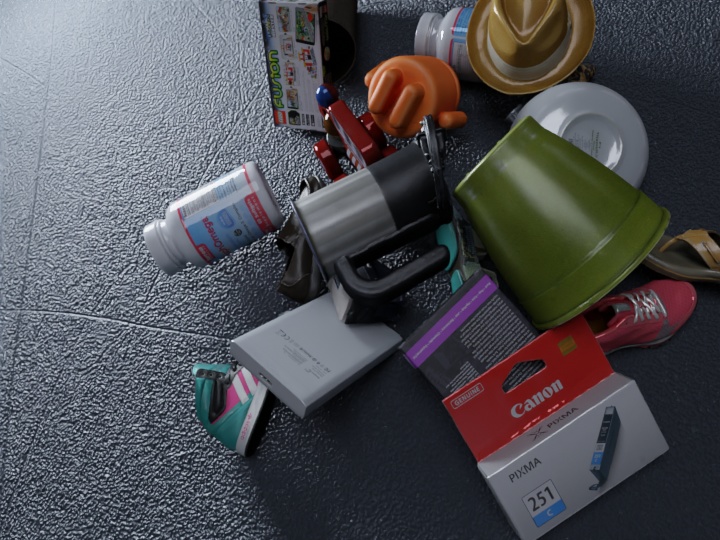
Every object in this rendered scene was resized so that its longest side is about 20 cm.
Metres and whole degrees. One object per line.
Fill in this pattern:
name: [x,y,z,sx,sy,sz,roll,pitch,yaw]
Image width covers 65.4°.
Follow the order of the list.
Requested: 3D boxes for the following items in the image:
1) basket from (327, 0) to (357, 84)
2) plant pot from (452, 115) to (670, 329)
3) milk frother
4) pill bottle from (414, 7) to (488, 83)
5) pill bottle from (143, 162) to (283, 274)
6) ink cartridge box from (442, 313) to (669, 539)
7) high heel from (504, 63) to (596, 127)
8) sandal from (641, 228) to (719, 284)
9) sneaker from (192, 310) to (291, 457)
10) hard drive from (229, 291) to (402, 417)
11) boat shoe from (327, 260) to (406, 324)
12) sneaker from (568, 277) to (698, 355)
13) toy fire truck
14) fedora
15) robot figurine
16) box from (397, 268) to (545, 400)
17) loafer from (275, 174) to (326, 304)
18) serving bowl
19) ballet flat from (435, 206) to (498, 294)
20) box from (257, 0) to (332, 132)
basket: [-0.073,-0.455,1.015,0.178,0.136,0.204,-16,52,36]
plant pot: [0.219,-0.071,0.673,0.200,0.200,0.193,-44,88,-9]
milk frother: [0.016,-0.083,0.675,0.185,0.202,0.182,-26,48,-5]
pill bottle: [0.193,-0.365,0.914,0.196,0.109,0.110,17,69,21]
pill bottle: [-0.227,-0.076,0.872,0.197,0.109,0.110,-28,61,0]
ink cartridge box: [0.218,0.174,0.631,0.198,0.045,0.178,-32,96,-3]
high heel: [0.327,-0.224,0.852,0.199,0.072,0.143,-37,83,-19]
sandal: [0.439,-0.018,0.696,0.196,0.055,0.080,19,37,19]
sneaker: [-0.167,0.139,0.779,0.118,0.084,0.203,17,71,11]
hard drive: [-0.052,0.097,0.726,0.131,0.027,0.199,34,35,25]
boat shoe: [0.000,0.000,0.817,0.091,0.075,0.202,4,42,-22]
sneaker: [0.326,0.060,0.684,0.197,0.087,0.075,-24,61,1]
toy fire truck: [-0.011,-0.195,0.849,0.111,0.169,0.202,-30,61,-2]
fedora: [0.236,-0.357,0.792,0.196,0.082,0.206,-4,79,20]
robot figurine: [0.085,-0.270,0.863,0.141,0.199,0.119,0,108,29]
box: [0.162,0.121,0.685,0.143,0.036,0.201,-41,83,-6]
loafer: [-0.089,-0.052,0.833,0.070,0.073,0.205,8,69,-16]
serving bowl: [0.301,-0.162,0.763,0.195,0.066,0.205,0,89,2]
ballet flat: [0.152,-0.005,0.782,0.073,0.074,0.204,-11,64,8]
box: [-0.103,-0.338,0.930,0.108,0.203,0.035,12,37,19]
